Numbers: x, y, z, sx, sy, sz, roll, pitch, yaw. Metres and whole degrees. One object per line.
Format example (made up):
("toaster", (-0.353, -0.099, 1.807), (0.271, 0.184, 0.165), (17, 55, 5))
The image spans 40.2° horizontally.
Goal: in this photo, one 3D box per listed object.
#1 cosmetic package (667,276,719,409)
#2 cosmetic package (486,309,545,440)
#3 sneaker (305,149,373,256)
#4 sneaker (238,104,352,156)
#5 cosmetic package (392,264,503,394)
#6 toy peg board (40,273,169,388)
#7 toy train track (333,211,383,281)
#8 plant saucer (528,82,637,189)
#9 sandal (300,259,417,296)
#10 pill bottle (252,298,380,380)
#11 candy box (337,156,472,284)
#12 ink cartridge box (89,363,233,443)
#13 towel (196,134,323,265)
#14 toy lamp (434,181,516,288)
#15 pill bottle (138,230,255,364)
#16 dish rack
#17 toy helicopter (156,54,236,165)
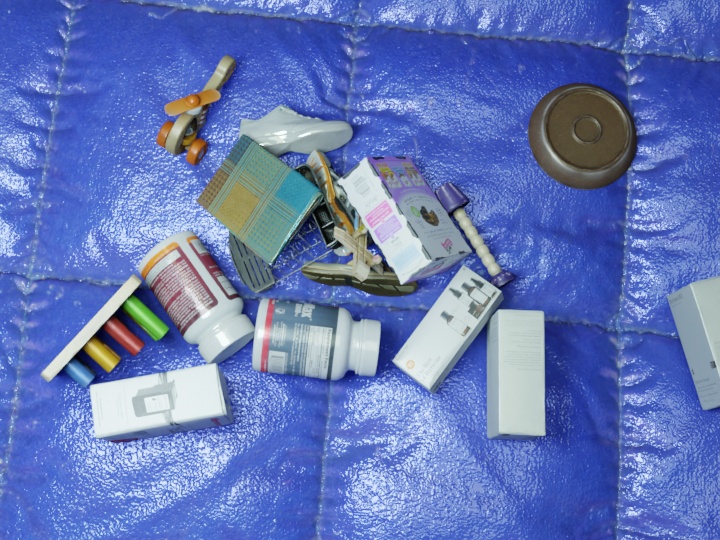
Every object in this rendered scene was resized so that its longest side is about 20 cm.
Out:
("cosmetic package", (0.589, 0.117, 1.622), (0.080, 0.113, 0.202), (-15, 77, -7))
("cosmetic package", (0.251, 0.172, 1.600), (0.080, 0.113, 0.203), (1, 78, -2))
("sneaker", (-0.039, -0.116, 1.676), (0.077, 0.078, 0.202), (-10, 69, -36))
("sneaker", (-0.114, -0.249, 1.701), (0.197, 0.075, 0.089), (-8, 66, -4))
("cosmetic package", (0.145, 0.097, 1.623), (0.082, 0.051, 0.201), (34, 84, 21))
("toy peg board", (-0.391, 0.116, 1.544), (0.098, 0.200, 0.200), (43, 78, -8))
("toy train track", (0.009, -0.068, 1.596), (0.114, 0.032, 0.201), (38, 36, -31))
("plant saucer", (0.398, -0.244, 1.742), (0.198, 0.035, 0.203), (1, 77, -4))
("sandal", (0.000, 0.000, 1.647), (0.198, 0.080, 0.055), (10, 69, 4))
("pill bottle", (-0.070, 0.115, 1.591), (0.197, 0.120, 0.121), (7, 77, -2))
("candy box", (0.075, -0.086, 1.611), (0.071, 0.167, 0.201), (-38, 77, 27))
("ink cartridge box", (-0.307, 0.211, 1.543), (0.198, 0.145, 0.084), (-10, 77, -5))
("towel", (-0.167, -0.119, 1.618), (0.199, 0.022, 0.147), (37, 92, 29))
("toy lamp", (0.191, -0.059, 1.678), (0.058, 0.058, 0.201), (-28, 81, -9))
("pill bottle", (-0.263, 0.046, 1.600), (0.114, 0.114, 0.201), (-34, 80, -10))
("dish rack", (-0.133, -0.062, 1.627), (0.199, 0.055, 0.155), (-29, 66, 12))
("toy helicopter", (-0.272, -0.286, 1.665), (0.078, 0.132, 0.201), (30, 77, 4))
